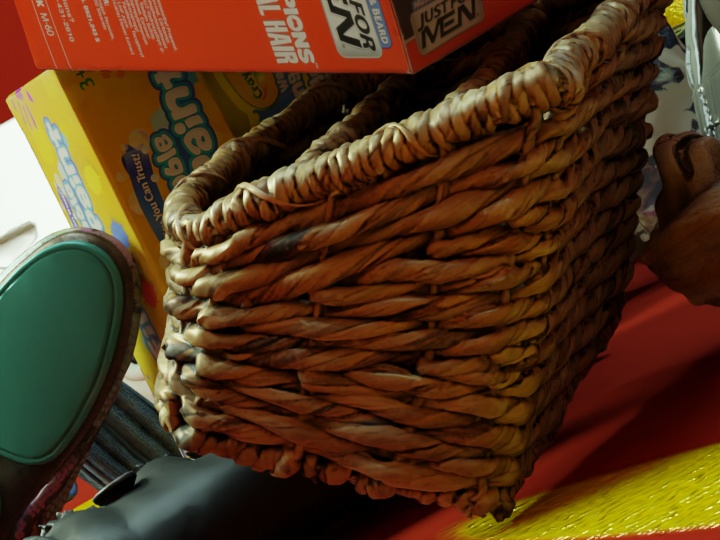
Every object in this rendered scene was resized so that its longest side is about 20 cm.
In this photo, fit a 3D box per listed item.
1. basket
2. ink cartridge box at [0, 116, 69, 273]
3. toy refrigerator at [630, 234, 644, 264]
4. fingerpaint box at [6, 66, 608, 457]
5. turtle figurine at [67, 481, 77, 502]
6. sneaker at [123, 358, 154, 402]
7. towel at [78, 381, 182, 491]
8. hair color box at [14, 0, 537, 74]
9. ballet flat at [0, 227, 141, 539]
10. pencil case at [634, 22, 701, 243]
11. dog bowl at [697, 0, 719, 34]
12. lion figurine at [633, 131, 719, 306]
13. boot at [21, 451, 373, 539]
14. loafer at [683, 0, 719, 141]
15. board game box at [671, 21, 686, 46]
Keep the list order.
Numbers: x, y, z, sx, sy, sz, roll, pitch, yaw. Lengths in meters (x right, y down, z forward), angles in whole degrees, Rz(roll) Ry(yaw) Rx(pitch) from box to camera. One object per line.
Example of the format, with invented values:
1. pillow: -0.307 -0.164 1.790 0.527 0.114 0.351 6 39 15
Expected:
1. basket: 0.013 -0.032 0.804 0.142 0.149 0.200 12 22 14
2. ink cartridge box: -0.098 -0.027 1.201 0.145 0.084 0.200 -24 -18 39
3. toy refrigerator: 0.042 -0.063 1.175 0.076 0.200 0.070 -29 -8 -39
4. fingerpaint box: -0.020 -0.018 0.981 0.167 0.200 0.073 -27 4 -24
5. turtle figurine: -0.254 0.123 1.146 0.200 0.144 0.194 -24 -2 -45
6. sneaker: -0.149 0.080 1.702 0.200 0.071 0.073 -24 4 45
7. towel: -0.124 0.075 1.164 0.049 0.112 0.200 -54 8 -6
8. hair color box: -0.024 -0.117 0.857 0.200 0.064 0.111 5 30 47
9. ballet flat: -0.135 0.073 0.959 0.200 0.069 0.071 -65 -16 8
10. pencil case: 0.117 -0.096 1.139 0.089 0.200 0.078 -38 -5 -29
11. dog bowl: 0.227 -0.109 0.902 0.200 0.074 0.200 -11 -29 -6
12. lion figurine: 0.200 -0.038 0.856 0.200 0.073 0.122 -12 -15 -28
13. boot: -0.051 0.087 0.820 0.200 0.066 0.165 -23 3 -24
14. loafer: 0.168 -0.077 1.030 0.070 0.070 0.200 -21 34 11
15. board game box: 0.174 -0.074 1.225 0.023 0.105 0.200 -46 10 -23
